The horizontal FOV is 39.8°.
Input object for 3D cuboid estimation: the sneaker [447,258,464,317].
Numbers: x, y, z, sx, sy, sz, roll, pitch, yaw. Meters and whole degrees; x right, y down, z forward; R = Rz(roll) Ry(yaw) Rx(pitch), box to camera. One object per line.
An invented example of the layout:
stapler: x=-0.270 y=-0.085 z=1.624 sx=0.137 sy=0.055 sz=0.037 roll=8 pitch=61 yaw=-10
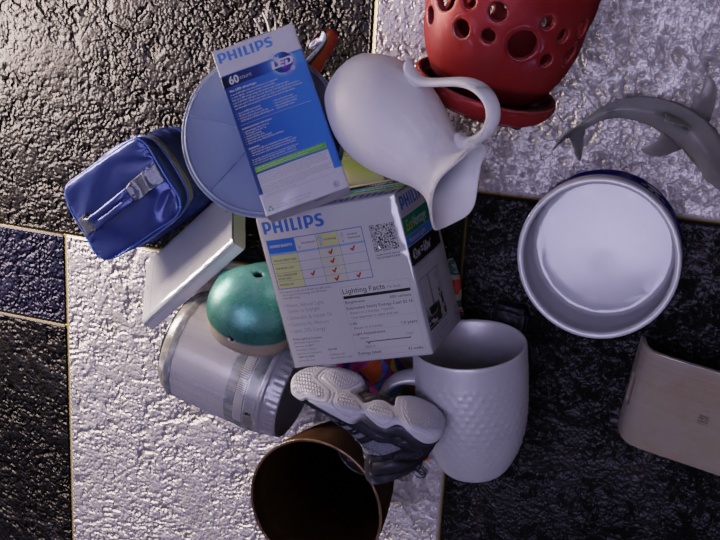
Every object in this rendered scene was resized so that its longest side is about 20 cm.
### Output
sneaker: x=0.047 y=0.023 z=1.364 sx=0.197 sy=0.070 sz=0.095 roll=-2 pitch=86 yaw=23

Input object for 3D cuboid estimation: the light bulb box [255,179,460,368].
light bulb box: x=0.000 y=0.000 z=1.242 sx=0.196 sy=0.125 sz=0.203 roll=-8 pitch=104 yaw=25

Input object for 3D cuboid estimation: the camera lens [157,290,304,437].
camera lens: x=-0.176 y=0.131 z=1.416 sx=0.198 sy=0.160 sz=0.162 roll=21 pitch=110 yaw=14

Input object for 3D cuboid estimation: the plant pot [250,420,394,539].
plant pot: x=-0.027 y=0.283 z=1.377 sx=0.185 sy=0.200 sz=0.190 roll=5 pitch=106 yaw=19

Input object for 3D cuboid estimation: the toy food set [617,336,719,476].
toy food set: x=0.436 y=0.174 z=1.258 sx=0.198 sy=0.060 sz=0.145 roll=17 pitch=121 yaw=17

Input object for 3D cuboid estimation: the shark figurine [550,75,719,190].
shark figurine: x=0.343 y=-0.174 z=1.181 sx=0.212 sy=0.089 sz=0.130 roll=13 pitch=107 yaw=15

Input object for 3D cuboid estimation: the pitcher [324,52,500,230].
pitcher: x=0.060 y=-0.171 z=1.100 sx=0.200 sy=0.121 sz=0.173 roll=45 pitch=131 yaw=24

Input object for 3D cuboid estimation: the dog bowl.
dog bowl: x=0.300 y=-0.023 z=1.240 sx=0.197 sy=0.079 sz=0.203 roll=5 pitch=106 yaw=19

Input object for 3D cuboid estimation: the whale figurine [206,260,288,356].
whale figurine: x=-0.124 y=0.024 z=1.344 sx=0.158 sy=0.200 sz=0.105 roll=23 pitch=132 yaw=16

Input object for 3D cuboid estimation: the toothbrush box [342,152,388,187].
toothbrush box: x=-0.021 y=-0.124 z=1.332 sx=0.144 sy=0.086 sz=0.203 roll=3 pitch=106 yaw=21

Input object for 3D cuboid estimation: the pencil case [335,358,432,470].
pencil case: x=0.043 y=0.179 z=1.354 sx=0.088 sy=0.089 sz=0.201 roll=-23 pitch=118 yaw=24

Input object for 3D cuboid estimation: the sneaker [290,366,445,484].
sneaker: x=0.001 y=0.198 z=1.228 sx=0.198 sy=0.076 sz=0.115 roll=18 pitch=122 yaw=10

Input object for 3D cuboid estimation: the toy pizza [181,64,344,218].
toy pizza: x=-0.116 y=-0.162 z=1.196 sx=0.197 sy=0.032 sz=0.203 roll=0 pitch=85 yaw=1

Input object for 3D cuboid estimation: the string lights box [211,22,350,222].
string lights box: x=-0.091 y=-0.170 z=1.150 sx=0.102 sy=0.059 sz=0.202 roll=-19 pitch=85 yaw=0

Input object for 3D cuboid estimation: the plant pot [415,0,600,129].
plant pot: x=0.163 y=-0.281 z=1.165 sx=0.199 sy=0.200 sz=0.184 roll=24 pitch=119 yaw=13

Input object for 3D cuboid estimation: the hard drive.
hard drive: x=-0.240 y=-0.021 z=1.425 sx=0.199 sy=0.133 sz=0.027 roll=-38 pitch=126 yaw=25

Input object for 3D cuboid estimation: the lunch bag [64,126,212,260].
lunch bag: x=-0.326 y=-0.108 z=1.426 sx=0.199 sy=0.132 sz=0.137 roll=-31 pitch=92 yaw=24

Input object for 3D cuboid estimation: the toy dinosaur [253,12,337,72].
toy dinosaur: x=-0.085 y=-0.224 z=1.273 sx=0.180 sy=0.105 sz=0.201 roll=-33 pitch=93 yaw=-5

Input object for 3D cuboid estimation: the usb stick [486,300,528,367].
usb stick: x=0.188 y=0.141 z=1.351 sx=0.055 sy=0.033 sz=0.203 roll=15 pitch=109 yaw=24

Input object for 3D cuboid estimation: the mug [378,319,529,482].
mug: x=0.119 y=0.176 z=1.280 sx=0.197 sy=0.148 sz=0.178 roll=-5 pitch=111 yaw=1
